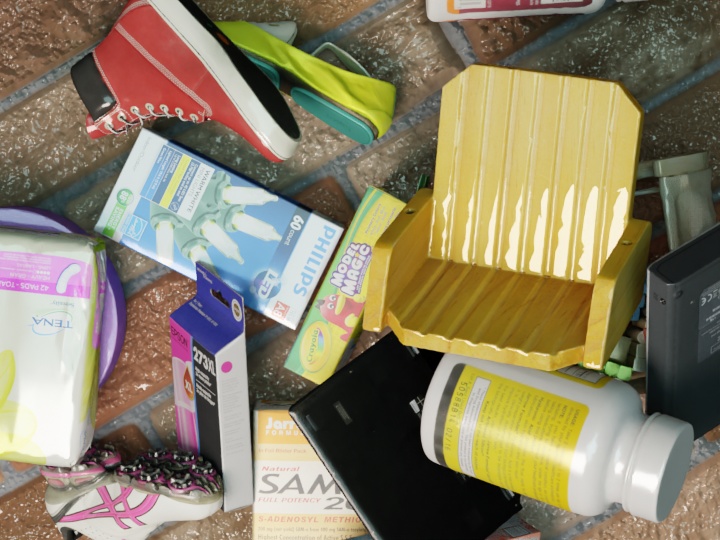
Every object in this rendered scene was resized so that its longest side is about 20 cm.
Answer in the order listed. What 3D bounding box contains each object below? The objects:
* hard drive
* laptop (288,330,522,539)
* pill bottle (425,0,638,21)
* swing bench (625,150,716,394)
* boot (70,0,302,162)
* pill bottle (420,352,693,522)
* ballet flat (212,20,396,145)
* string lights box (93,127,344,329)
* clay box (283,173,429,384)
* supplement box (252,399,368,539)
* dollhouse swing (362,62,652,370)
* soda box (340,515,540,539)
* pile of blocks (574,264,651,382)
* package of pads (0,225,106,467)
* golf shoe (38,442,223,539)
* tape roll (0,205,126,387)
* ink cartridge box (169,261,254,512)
[{"bbox_3d":[0.292,0.048,1.527,0.139,0.033,0.201,-29,137,-23],"label":"hard drive"},{"bbox_3d":[0.045,0.148,1.619,0.200,0.116,0.188,-36,93,-25],"label":"laptop"},{"bbox_3d":[0.154,-0.278,1.629,0.198,0.114,0.115,-3,94,0],"label":"pill bottle"},{"bbox_3d":[0.228,0.008,1.641,0.199,0.130,0.200,-9,93,1],"label":"swing bench"},{"bbox_3d":[-0.155,-0.136,1.611,0.144,0.072,0.200,-46,77,13],"label":"boot"},{"bbox_3d":[0.157,0.129,1.493,0.199,0.111,0.112,17,94,24],"label":"pill bottle"},{"bbox_3d":[-0.057,-0.182,1.667,0.199,0.067,0.067,27,72,1],"label":"ballet flat"},{"bbox_3d":[-0.124,-0.038,1.674,0.199,0.059,0.103,26,93,-1],"label":"string lights box"},{"bbox_3d":[0.000,0.000,1.648,0.047,0.115,0.201,25,93,4],"label":"clay box"},{"bbox_3d":[-0.035,0.219,1.684,0.125,0.074,0.202,0,94,0],"label":"supplement box"},{"bbox_3d":[0.121,-0.048,1.494,0.199,0.182,0.177,10,119,19],"label":"dollhouse swing"},{"bbox_3d":[0.062,0.261,1.634,0.199,0.063,0.069,-6,112,-37],"label":"soda box"},{"bbox_3d":[0.227,0.048,1.551,0.082,0.062,0.200,39,89,-6],"label":"pile of blocks"},{"bbox_3d":[-0.298,0.063,1.614,0.153,0.068,0.202,7,95,1],"label":"package of pads"},{"bbox_3d":[-0.195,0.205,1.657,0.199,0.072,0.093,1,106,38],"label":"golf shoe"},{"bbox_3d":[-0.312,0.044,1.679,0.199,0.066,0.202,0,95,1],"label":"tape roll"},{"bbox_3d":[-0.130,0.101,1.636,0.037,0.095,0.201,-12,115,-28],"label":"ink cartridge box"}]
